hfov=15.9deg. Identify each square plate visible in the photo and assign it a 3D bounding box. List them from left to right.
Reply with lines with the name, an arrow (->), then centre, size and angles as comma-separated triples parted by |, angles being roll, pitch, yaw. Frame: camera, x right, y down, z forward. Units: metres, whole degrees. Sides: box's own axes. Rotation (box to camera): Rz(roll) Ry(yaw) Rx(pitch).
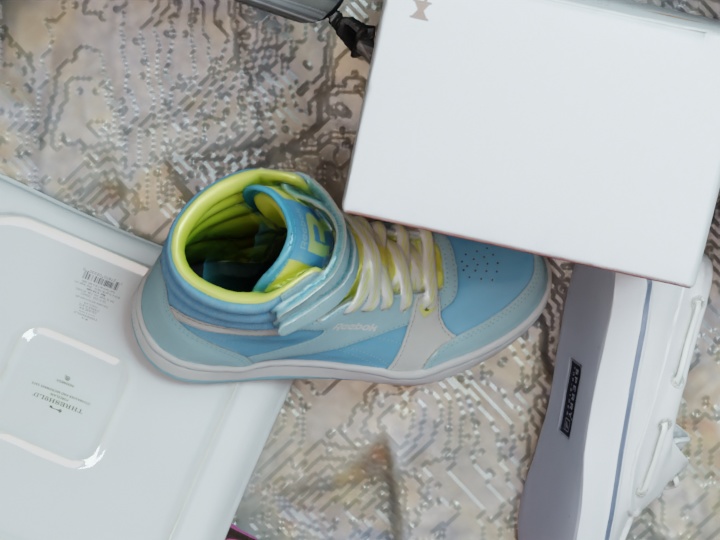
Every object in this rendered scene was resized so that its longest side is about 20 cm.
square plate -> -0.143, 0.061, 1.209 | 0.200, 0.028, 0.198 | 22, 68, 1

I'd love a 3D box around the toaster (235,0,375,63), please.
toaster -> -0.064, -0.214, 1.135 | 0.200, 0.119, 0.181 | 27, 101, 30

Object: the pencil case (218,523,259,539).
pencil case -> -0.036, 0.192, 1.240 | 0.200, 0.091, 0.094 | 33, 107, 2

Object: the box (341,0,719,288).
box -> 0.082, -0.071, 1.134 | 0.152, 0.200, 0.106 | 13, 99, 4

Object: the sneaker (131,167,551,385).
sneaker -> 0.000, 0.000, 1.168 | 0.200, 0.131, 0.080 | -8, 70, -12

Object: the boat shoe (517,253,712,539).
boat shoe -> 0.124, 0.083, 1.217 | 0.065, 0.074, 0.200 | 4, 112, -19
